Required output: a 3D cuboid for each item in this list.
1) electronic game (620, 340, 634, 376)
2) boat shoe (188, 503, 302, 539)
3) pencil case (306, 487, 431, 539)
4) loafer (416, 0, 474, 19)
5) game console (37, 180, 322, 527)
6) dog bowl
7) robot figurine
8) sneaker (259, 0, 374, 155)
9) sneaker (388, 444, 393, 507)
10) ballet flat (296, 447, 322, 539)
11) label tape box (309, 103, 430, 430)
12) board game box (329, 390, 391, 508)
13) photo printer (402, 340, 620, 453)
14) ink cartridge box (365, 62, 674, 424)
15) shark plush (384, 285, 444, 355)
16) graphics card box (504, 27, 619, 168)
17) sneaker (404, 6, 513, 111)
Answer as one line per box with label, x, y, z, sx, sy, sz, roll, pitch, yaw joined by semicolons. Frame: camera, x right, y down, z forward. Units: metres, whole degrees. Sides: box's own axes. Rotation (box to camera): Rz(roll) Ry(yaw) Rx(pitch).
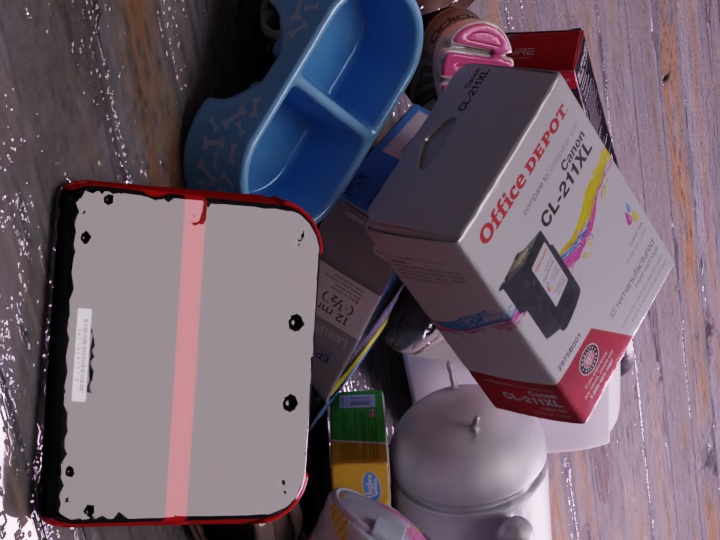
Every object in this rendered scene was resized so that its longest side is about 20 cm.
electronic game;0.147;0.007;1.747;0.042;0.200;0.200;-39;138;-14
boat shoe;-0.089;0.134;1.382;0.200;0.072;0.060;71;34;-48
pencil case;-0.029;0.242;1.431;0.201;0.083;0.091;-60;170;7
loafer;0.046;-0.210;1.624;0.200;0.073;0.071;-13;111;-55
game console;-0.105;0.052;1.292;0.176;0.031;0.201;3;90;-31
dog bowl;-0.031;-0.110;1.393;0.111;0.049;0.200;35;84;-45
robot figurine;0.080;0.165;1.563;0.113;0.170;0.201;-20;125;-20
sneaker;-0.034;-0.149;1.461;0.088;0.074;0.201;-19;123;-38
sneaker;0.067;0.185;1.723;0.200;0.075;0.114;-23;108;-70
ballet flat;-0.048;0.103;1.478;0.066;0.057;0.201;-36;126;-57
label tape box;0.000;0.000;1.532;0.143;0.066;0.200;-51;172;-51
board game box;0.002;0.205;1.554;0.153;0.040;0.201;-93;-179;-75
photo printer;0.118;0.083;1.684;0.200;0.166;0.070;79;13;-62
ink cartridge box;0.109;-0.017;1.438;0.146;0.083;0.200;-58;134;-22
shark plush;0.086;-0.027;1.500;0.200;0.091;0.083;-55;145;7
graphics card box;0.137;-0.105;1.762;0.200;0.125;0.051;68;28;-46
sneaker;0.074;-0.106;1.588;0.088;0.073;0.201;-117;-161;-54
